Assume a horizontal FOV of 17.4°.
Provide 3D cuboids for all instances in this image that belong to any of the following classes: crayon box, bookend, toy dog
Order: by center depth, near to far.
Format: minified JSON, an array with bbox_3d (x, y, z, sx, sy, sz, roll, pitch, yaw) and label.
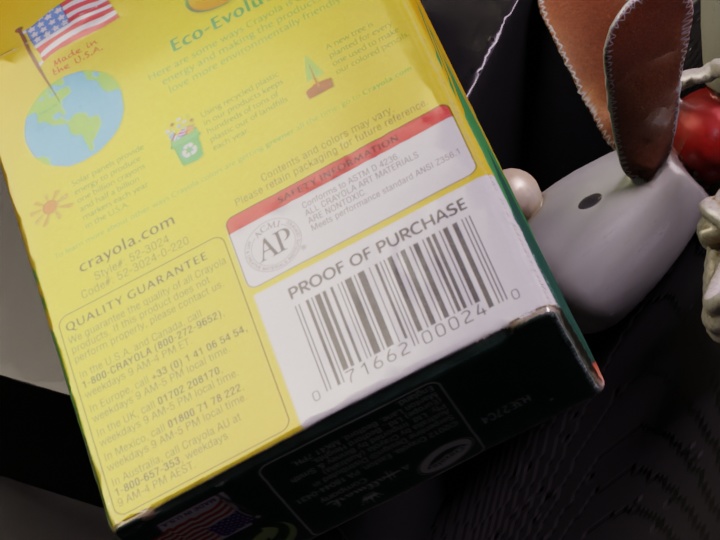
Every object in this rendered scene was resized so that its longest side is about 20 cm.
[{"bbox_3d":[0.094,-0.084,0.644,0.200,0.096,0.132,-57,14,-9],"label":"toy dog"},{"bbox_3d":[-0.029,-0.025,0.651,0.127,0.051,0.200,-27,53,7],"label":"crayon box"},{"bbox_3d":[-0.045,-0.024,0.755,0.199,0.092,0.199,12,63,31],"label":"bookend"}]

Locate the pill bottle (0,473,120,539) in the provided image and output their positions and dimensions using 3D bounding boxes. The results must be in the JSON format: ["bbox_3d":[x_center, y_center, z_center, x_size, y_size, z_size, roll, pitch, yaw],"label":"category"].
[{"bbox_3d":[-0.145,0.149,0.860,0.200,0.116,0.116,-45,18,34],"label":"pill bottle"}]
